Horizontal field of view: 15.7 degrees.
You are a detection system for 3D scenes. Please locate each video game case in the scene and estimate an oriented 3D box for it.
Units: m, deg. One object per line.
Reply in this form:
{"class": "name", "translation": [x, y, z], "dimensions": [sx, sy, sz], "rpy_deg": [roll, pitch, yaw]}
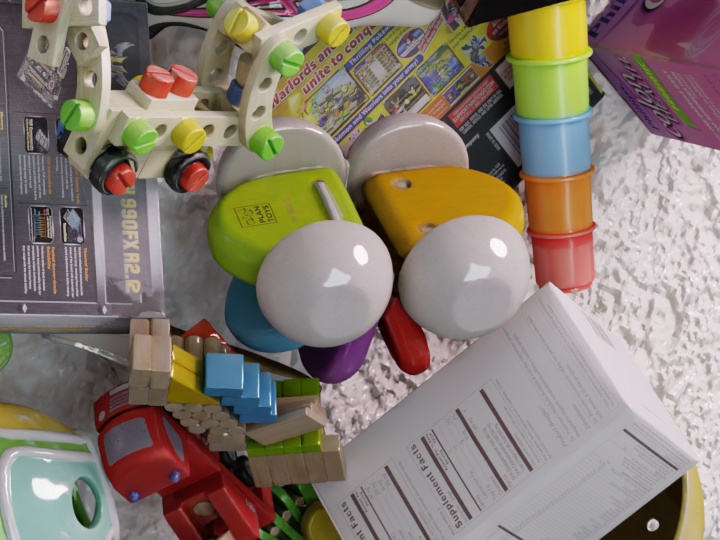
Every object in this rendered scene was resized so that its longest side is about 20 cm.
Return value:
{"class": "video game case", "translation": [0.041, -0.114, 1.707], "dimensions": [0.200, 0.025, 0.181], "rpy_deg": [-45, 116, -11]}

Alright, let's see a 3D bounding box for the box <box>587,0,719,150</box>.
{"class": "box", "translation": [0.273, -0.171, 1.712], "dimensions": [0.176, 0.200, 0.097], "rpy_deg": [-48, 116, -10]}

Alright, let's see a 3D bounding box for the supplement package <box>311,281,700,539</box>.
{"class": "supplement package", "translation": [0.089, 0.124, 1.634], "dimensions": [0.200, 0.110, 0.114], "rpy_deg": [-39, 144, 11]}

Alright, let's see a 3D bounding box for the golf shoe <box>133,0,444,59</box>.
{"class": "golf shoe", "translation": [-0.047, -0.173, 1.628], "dimensions": [0.199, 0.073, 0.092], "rpy_deg": [8, 121, -16]}

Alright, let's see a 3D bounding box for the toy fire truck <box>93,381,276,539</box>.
{"class": "toy fire truck", "translation": [-0.090, 0.169, 1.597], "dimensions": [0.049, 0.141, 0.200], "rpy_deg": [-27, 136, 16]}

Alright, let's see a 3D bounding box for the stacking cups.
{"class": "stacking cups", "translation": [0.131, -0.086, 1.713], "dimensions": [0.060, 0.060, 0.201], "rpy_deg": [-16, 110, -23]}

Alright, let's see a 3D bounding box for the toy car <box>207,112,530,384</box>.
{"class": "toy car", "translation": [0.000, 0.000, 1.613], "dimensions": [0.199, 0.175, 0.150], "rpy_deg": [-3, 127, -19]}

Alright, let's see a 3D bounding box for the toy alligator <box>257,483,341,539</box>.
{"class": "toy alligator", "translation": [-0.071, 0.190, 1.688], "dimensions": [0.054, 0.059, 0.200], "rpy_deg": [43, 80, -26]}

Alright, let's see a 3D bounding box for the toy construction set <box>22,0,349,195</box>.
{"class": "toy construction set", "translation": [-0.110, -0.113, 1.501], "dimensions": [0.200, 0.092, 0.131], "rpy_deg": [8, 121, -39]}

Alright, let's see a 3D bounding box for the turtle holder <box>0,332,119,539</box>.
{"class": "turtle holder", "translation": [-0.227, 0.133, 1.568], "dimensions": [0.131, 0.141, 0.186], "rpy_deg": [-17, 70, -23]}

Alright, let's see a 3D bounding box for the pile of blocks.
{"class": "pile of blocks", "translation": [-0.070, 0.067, 1.565], "dimensions": [0.200, 0.082, 0.062], "rpy_deg": [39, 42, -51]}

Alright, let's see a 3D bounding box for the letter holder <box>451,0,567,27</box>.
{"class": "letter holder", "translation": [0.133, -0.258, 1.647], "dimensions": [0.200, 0.101, 0.142], "rpy_deg": [-17, 67, -27]}

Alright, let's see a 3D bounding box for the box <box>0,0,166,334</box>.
{"class": "box", "translation": [-0.201, -0.065, 1.545], "dimensions": [0.158, 0.048, 0.201], "rpy_deg": [1, 78, -28]}

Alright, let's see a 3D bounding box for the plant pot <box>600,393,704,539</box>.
{"class": "plant pot", "translation": [0.149, 0.170, 1.739], "dimensions": [0.200, 0.200, 0.142], "rpy_deg": [-62, 147, -4]}

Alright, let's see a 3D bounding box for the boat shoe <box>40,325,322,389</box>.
{"class": "boat shoe", "translation": [-0.118, 0.072, 1.636], "dimensions": [0.200, 0.071, 0.070], "rpy_deg": [21, 91, -28]}
